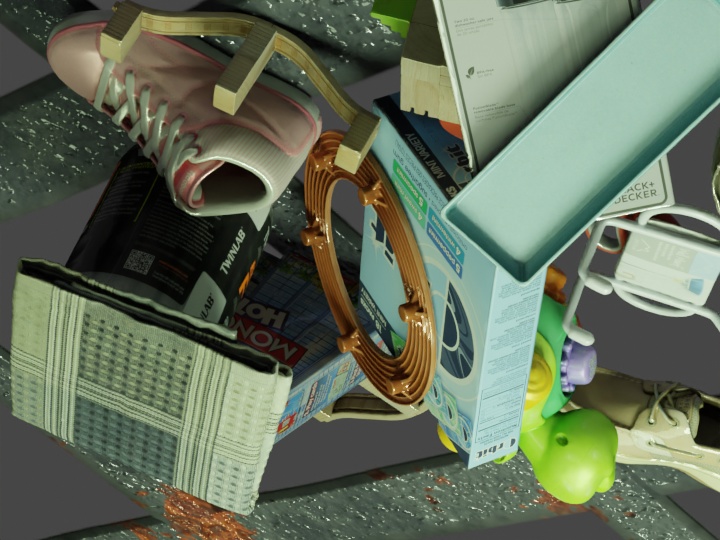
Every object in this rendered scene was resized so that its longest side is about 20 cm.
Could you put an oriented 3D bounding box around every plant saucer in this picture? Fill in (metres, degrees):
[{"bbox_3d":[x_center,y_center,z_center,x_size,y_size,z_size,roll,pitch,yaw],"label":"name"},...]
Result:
[{"bbox_3d":[0.137,-0.080,1.318,0.070,0.019,0.200,41,108,-15],"label":"plant saucer"}]

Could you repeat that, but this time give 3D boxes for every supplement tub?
[{"bbox_3d":[-0.137,-0.011,1.654,0.122,0.200,0.123,15,143,11],"label":"supplement tub"}]

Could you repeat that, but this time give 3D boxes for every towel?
[{"bbox_3d":[-0.145,0.076,1.580,0.192,0.035,0.200,23,146,5],"label":"towel"}]

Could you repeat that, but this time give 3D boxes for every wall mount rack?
[{"bbox_3d":[0.228,0.030,1.580,0.173,0.075,0.200,19,162,5],"label":"wall mount rack"}]

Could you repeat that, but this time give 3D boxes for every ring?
[{"bbox_3d":[0.000,0.000,1.634,0.201,0.019,0.201,51,151,44],"label":"ring"}]

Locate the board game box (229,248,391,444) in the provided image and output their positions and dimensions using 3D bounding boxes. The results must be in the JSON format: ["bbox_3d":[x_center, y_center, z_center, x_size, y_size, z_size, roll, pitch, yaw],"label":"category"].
[{"bbox_3d":[-0.100,0.058,1.729,0.199,0.200,0.062,27,132,11],"label":"board game box"}]

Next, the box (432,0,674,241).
[{"bbox_3d":[0.106,-0.127,1.340,0.116,0.060,0.201,-12,113,7],"label":"box"}]

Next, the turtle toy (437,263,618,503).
[{"bbox_3d":[0.118,0.075,1.682,0.101,0.201,0.146,-14,166,-25],"label":"turtle toy"}]

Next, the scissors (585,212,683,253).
[{"bbox_3d":[0.179,-0.067,1.549,0.073,0.014,0.200,14,150,18],"label":"scissors"}]

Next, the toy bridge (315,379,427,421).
[{"bbox_3d":[0.025,0.088,1.866,0.067,0.027,0.200,35,148,-19],"label":"toy bridge"}]

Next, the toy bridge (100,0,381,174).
[{"bbox_3d":[-0.076,-0.136,1.556,0.199,0.067,0.027,26,150,8],"label":"toy bridge"}]

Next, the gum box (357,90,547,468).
[{"bbox_3d":[0.059,0.005,1.577,0.170,0.044,0.200,55,153,37],"label":"gum box"}]

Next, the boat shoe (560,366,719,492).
[{"bbox_3d":[0.232,0.110,1.743,0.199,0.072,0.065,22,141,-4],"label":"boat shoe"}]

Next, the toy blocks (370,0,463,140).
[{"bbox_3d":[0.103,-0.110,1.471,0.199,0.100,0.137,14,160,6],"label":"toy blocks"}]

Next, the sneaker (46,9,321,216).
[{"bbox_3d":[-0.131,-0.104,1.598,0.200,0.105,0.075,22,137,-1],"label":"sneaker"}]

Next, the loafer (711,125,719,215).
[{"bbox_3d":[0.260,-0.074,1.429,0.075,0.070,0.200,22,149,1],"label":"loafer"}]
